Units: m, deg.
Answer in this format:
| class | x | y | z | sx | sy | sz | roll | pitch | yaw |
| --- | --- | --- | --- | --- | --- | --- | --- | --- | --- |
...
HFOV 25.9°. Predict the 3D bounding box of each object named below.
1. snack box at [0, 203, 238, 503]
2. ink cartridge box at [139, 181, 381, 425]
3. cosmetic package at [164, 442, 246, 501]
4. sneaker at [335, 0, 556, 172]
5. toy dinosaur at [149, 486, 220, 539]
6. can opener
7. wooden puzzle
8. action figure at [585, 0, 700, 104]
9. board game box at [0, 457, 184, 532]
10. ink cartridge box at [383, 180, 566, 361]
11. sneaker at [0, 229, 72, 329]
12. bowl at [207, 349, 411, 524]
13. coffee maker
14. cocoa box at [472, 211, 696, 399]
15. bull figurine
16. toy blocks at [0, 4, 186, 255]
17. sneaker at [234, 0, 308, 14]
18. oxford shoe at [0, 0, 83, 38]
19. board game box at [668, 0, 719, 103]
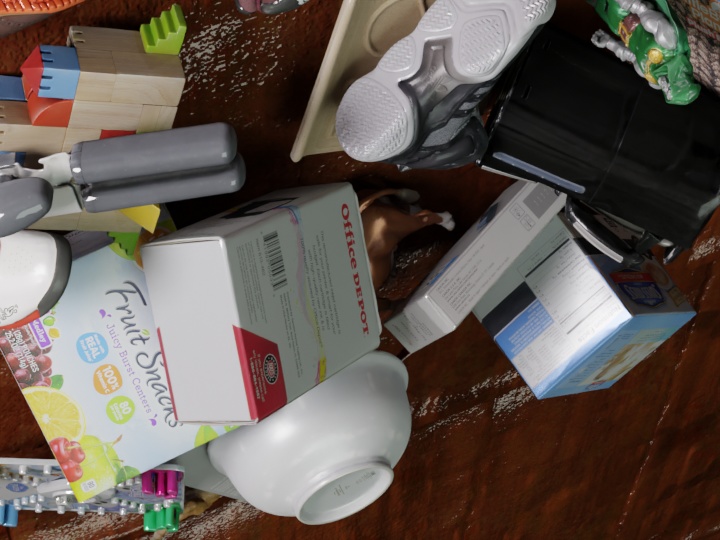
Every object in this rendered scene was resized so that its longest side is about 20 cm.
| class | x | y | z | sx | sy | sz | roll | pitch | yaw |
| --- | --- | --- | --- | --- | --- | --- | --- | --- | --- |
| snack box | -0.198 | 0.064 | 1.282 | 0.167 | 0.068 | 0.201 | -24 | 117 | -8 |
| ink cartridge box | -0.074 | 0.023 | 1.258 | 0.082 | 0.147 | 0.200 | -4 | -168 | 31 |
| cosmetic package | -0.154 | 0.140 | 1.472 | 0.090 | 0.107 | 0.199 | -40 | 145 | 19 |
| sneaker | 0.080 | -0.148 | 1.209 | 0.199 | 0.076 | 0.114 | -38 | 152 | 19 |
| toy dinosaur | -0.178 | 0.241 | 1.636 | 0.200 | 0.061 | 0.106 | -41 | 148 | 18 |
| can opener | -0.178 | -0.052 | 1.066 | 0.198 | 0.067 | 0.054 | -8 | 136 | 6 |
| wooden puzzle | 0.042 | -0.176 | 1.247 | 0.198 | 0.046 | 0.186 | -14 | 146 | -32 |
| action figure | 0.201 | -0.200 | 1.188 | 0.054 | 0.201 | 0.119 | -23 | 147 | -8 |
| board game box | -0.261 | 0.208 | 1.434 | 0.198 | 0.026 | 0.200 | 3 | 159 | -6 |
| ink cartridge box | 0.095 | 0.000 | 1.453 | 0.200 | 0.045 | 0.176 | -46 | -176 | -29 |
| sneaker | -0.304 | -0.002 | 1.116 | 0.200 | 0.068 | 0.107 | -5 | 161 | 41 |
| bowl | -0.031 | 0.166 | 1.412 | 0.199 | 0.091 | 0.202 | -21 | 151 | -12 |
| coffee maker | 0.210 | -0.121 | 1.293 | 0.198 | 0.135 | 0.193 | 24 | 133 | 0 |
| cocoa box | 0.222 | 0.035 | 1.559 | 0.133 | 0.132 | 0.199 | -43 | 160 | 22 |
| bull figurine | 0.000 | 0.000 | 1.439 | 0.121 | 0.065 | 0.201 | -9 | 145 | -37 |
| toy blocks | -0.211 | -0.100 | 1.117 | 0.135 | 0.100 | 0.201 | 1 | 136 | -24 |
| sneaker | -0.073 | -0.222 | 1.061 | 0.199 | 0.076 | 0.116 | 4 | 138 | -43 |
| oxford shoe | -0.238 | -0.182 | 1.008 | 0.198 | 0.072 | 0.073 | -21 | 176 | -18 |
| board game box | 0.306 | -0.217 | 1.270 | 0.097 | 0.159 | 0.200 | -43 | 149 | -8 |
